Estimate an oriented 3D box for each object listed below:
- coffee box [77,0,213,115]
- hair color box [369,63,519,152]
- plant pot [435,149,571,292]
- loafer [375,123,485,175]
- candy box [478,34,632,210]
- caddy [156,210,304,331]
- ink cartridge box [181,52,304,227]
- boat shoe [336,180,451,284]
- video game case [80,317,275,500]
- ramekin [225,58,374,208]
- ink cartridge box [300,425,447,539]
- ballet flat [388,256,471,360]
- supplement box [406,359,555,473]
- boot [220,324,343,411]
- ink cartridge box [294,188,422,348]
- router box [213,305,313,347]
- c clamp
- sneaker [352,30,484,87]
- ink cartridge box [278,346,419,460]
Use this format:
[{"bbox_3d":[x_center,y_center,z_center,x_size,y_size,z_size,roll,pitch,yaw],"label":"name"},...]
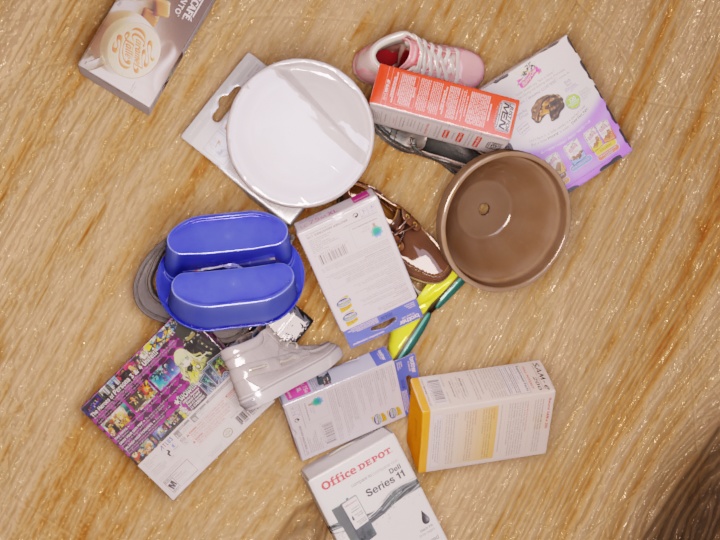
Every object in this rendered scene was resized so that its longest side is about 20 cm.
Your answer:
[{"bbox_3d":[-0.290,-0.333,1.501,0.114,0.080,0.201,31,84,-9],"label":"coffee box"},{"bbox_3d":[0.112,-0.222,1.510,0.198,0.102,0.062,15,83,-1],"label":"hair color box"},{"bbox_3d":[0.193,-0.079,1.550,0.199,0.093,0.203,-5,108,-15],"label":"plant pot"},{"bbox_3d":[0.109,-0.194,1.585,0.199,0.063,0.072,26,85,-10],"label":"loafer"},{"bbox_3d":[0.278,-0.217,1.614,0.167,0.072,0.201,-32,96,-9],"label":"candy box"},{"bbox_3d":[-0.172,0.004,1.439,0.198,0.105,0.143,-6,70,-8],"label":"caddy"},{"bbox_3d":[-0.131,-0.186,1.554,0.200,0.047,0.160,38,84,-3],"label":"ink cartridge box"},{"bbox_3d":[0.048,-0.054,1.550,0.200,0.068,0.072,40,78,5],"label":"boat shoe"},{"bbox_3d":[-0.247,0.180,1.479,0.200,0.036,0.181,-45,97,3],"label":"video game case"},{"bbox_3d":[-0.084,-0.182,1.489,0.200,0.094,0.204,0,88,-7],"label":"ramekin"},{"bbox_3d":[0.022,0.345,1.556,0.146,0.083,0.201,-28,94,-10],"label":"ink cartridge box"},{"bbox_3d":[0.088,0.046,1.587,0.067,0.067,0.200,37,80,13],"label":"ballet flat"},{"bbox_3d":[0.171,0.210,1.564,0.198,0.074,0.127,-6,127,-11],"label":"supplement box"},{"bbox_3d":[-0.104,0.110,1.470,0.200,0.073,0.096,-26,92,-53],"label":"boot"},{"bbox_3d":[0.000,0.000,1.504,0.119,0.042,0.201,-24,115,-2],"label":"ink cartridge box"},{"bbox_3d":[-0.184,0.101,1.533,0.149,0.051,0.200,40,82,-6],"label":"router box"},{"bbox_3d":[-0.207,0.008,1.499,0.198,0.027,0.172,15,89,-5],"label":"c clamp"},{"bbox_3d":[0.094,-0.296,1.564,0.198,0.105,0.076,2,87,-12],"label":"sneaker"},{"bbox_3d":[-0.011,0.184,1.544,0.198,0.042,0.120,-20,130,-8],"label":"ink cartridge box"}]
